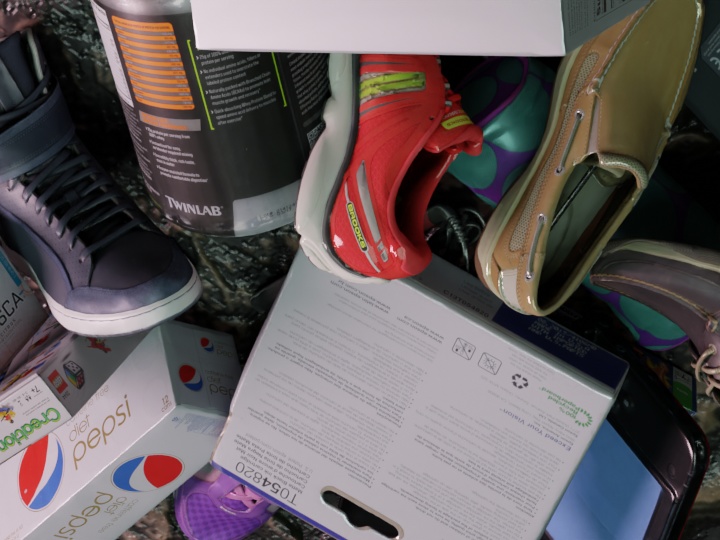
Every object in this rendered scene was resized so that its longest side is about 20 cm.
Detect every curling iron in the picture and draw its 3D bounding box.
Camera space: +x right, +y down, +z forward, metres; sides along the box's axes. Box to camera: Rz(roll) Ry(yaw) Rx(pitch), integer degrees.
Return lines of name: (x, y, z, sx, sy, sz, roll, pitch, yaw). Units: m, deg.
curling iron: (0.000, 0.000, 1.624, 0.200, 0.026, 0.050, -17, 102, 45)

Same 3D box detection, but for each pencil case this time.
pencil case: (0.126, -0.040, 1.579, 0.200, 0.085, 0.092, 40, 159, -23)

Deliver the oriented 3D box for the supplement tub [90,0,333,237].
supplement tub: (-0.078, -0.129, 1.510, 0.122, 0.123, 0.200, -5, 127, 11)

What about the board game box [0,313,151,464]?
board game box: (-0.182, 0.059, 1.623, 0.126, 0.200, 0.035, -32, 100, 28)

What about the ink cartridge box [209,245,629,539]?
ink cartridge box: (0.030, 0.082, 1.603, 0.199, 0.041, 0.200, 30, 129, 5)

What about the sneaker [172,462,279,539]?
sneaker: (-0.058, 0.114, 1.722, 0.080, 0.089, 0.200, 28, 127, -17)

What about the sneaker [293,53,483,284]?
sneaker: (0.030, -0.089, 1.502, 0.085, 0.201, 0.077, 9, 175, 26)

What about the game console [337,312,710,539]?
game console: (0.093, 0.128, 1.645, 0.118, 0.172, 0.200, -15, 139, -30)

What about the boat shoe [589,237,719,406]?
boat shoe: (0.214, 0.040, 1.508, 0.200, 0.074, 0.073, 21, 84, 8)

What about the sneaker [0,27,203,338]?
sneaker: (-0.170, -0.052, 1.555, 0.077, 0.202, 0.146, -32, 124, -21)

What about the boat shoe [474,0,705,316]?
boat shoe: (0.134, -0.064, 1.482, 0.072, 0.076, 0.200, 21, 97, -22)

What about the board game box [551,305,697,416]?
board game box: (0.096, 0.108, 1.731, 0.135, 0.035, 0.200, 29, 126, -16)

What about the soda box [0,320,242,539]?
soda box: (-0.155, 0.112, 1.729, 0.064, 0.068, 0.200, 16, 136, -40)

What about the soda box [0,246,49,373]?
soda box: (-0.278, 0.018, 1.634, 0.200, 0.064, 0.068, 4, 137, 43)

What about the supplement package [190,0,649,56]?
supplement package: (0.024, -0.190, 1.337, 0.200, 0.111, 0.156, 4, 109, 28)

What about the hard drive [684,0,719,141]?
hard drive: (0.258, -0.093, 1.482, 0.200, 0.033, 0.140, 49, 127, 17)
